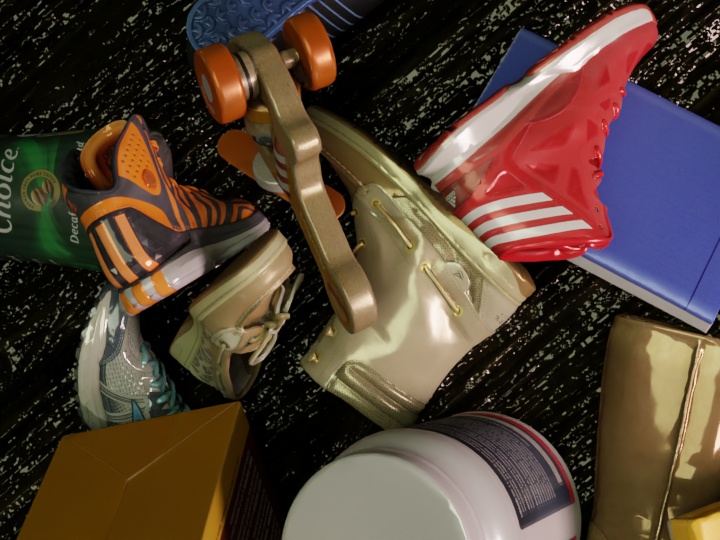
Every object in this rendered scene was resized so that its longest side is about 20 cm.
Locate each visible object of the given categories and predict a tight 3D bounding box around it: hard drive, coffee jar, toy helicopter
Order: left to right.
[{"bbox_3d":[-0.238,-0.052,0.973,0.197,0.085,0.106,1,91,12],"label":"coffee jar"},{"bbox_3d":[-0.041,-0.053,0.861,0.078,0.132,0.202,-22,84,-16],"label":"toy helicopter"},{"bbox_3d":[0.163,-0.063,0.888,0.198,0.025,0.133,28,67,10],"label":"hard drive"}]

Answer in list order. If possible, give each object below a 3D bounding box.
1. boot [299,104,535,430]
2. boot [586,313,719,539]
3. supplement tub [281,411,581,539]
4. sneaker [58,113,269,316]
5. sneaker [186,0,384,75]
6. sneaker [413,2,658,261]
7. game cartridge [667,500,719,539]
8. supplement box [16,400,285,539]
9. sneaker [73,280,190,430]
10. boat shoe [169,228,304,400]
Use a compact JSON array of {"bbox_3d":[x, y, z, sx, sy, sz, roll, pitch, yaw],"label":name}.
[{"bbox_3d":[0.000,0.000,0.932,0.200,0.073,0.156,41,100,6],"label":"boot"},{"bbox_3d":[0.230,0.145,0.888,0.172,0.066,0.203,12,92,10],"label":"boot"},{"bbox_3d":[0.049,0.165,0.847,0.138,0.199,0.143,-1,89,25],"label":"supplement tub"},{"bbox_3d":[-0.126,-0.049,0.886,0.077,0.200,0.113,-28,94,14],"label":"sneaker"},{"bbox_3d":[-0.034,-0.192,0.940,0.198,0.078,0.071,-29,83,-10],"label":"sneaker"},{"bbox_3d":[0.135,-0.076,0.853,0.199,0.078,0.116,-36,91,-19],"label":"sneaker"},{"bbox_3d":[0.289,0.229,0.844,0.174,0.032,0.203,-13,86,-25],"label":"game cartridge"},{"bbox_3d":[-0.121,0.232,0.863,0.131,0.198,0.202,-12,118,12],"label":"supplement box"},{"bbox_3d":[-0.151,0.098,0.960,0.085,0.078,0.203,3,110,4],"label":"sneaker"},{"bbox_3d":[-0.074,0.032,0.899,0.063,0.200,0.073,46,66,2],"label":"boat shoe"}]
